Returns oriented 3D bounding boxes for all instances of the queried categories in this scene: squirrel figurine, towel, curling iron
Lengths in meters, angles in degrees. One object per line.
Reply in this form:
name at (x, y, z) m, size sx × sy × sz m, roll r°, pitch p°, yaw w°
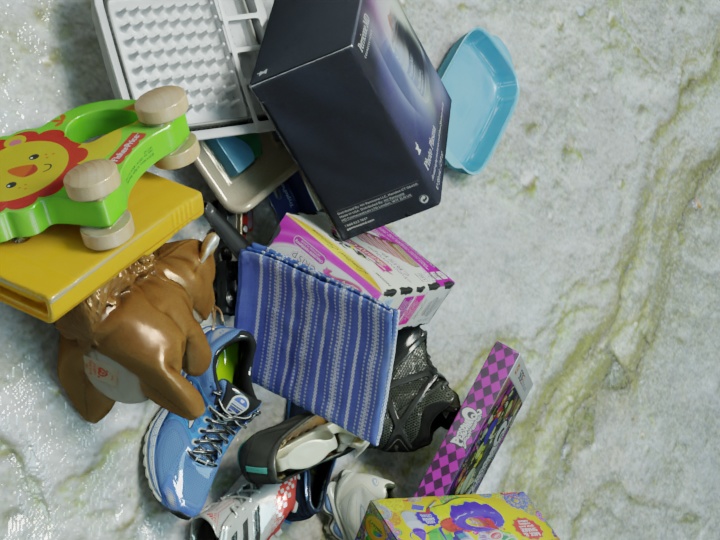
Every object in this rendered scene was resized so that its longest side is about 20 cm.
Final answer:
squirrel figurine at (-0.205, 0.018, 1.515) m, size 0.201 × 0.140 × 0.187 m, roll 57°, pitch 42°, yaw -26°
towel at (-0.051, 0.070, 1.588) m, size 0.024 × 0.199 × 0.146 m, roll -17°, pitch 122°, yaw -48°
curling iron at (-0.107, -0.010, 1.659) m, size 0.200 × 0.025 × 0.050 m, roll 44°, pitch 28°, yaw -44°

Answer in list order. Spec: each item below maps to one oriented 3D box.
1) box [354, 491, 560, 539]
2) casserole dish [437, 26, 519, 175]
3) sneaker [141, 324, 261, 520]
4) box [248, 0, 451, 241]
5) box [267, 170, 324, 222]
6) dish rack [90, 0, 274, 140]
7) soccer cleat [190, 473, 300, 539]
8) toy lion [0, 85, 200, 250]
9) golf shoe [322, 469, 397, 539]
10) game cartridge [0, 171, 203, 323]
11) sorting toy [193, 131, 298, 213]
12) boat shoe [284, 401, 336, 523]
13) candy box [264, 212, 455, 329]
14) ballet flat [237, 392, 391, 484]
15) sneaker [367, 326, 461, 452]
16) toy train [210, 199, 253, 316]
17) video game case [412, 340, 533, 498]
box at (0.088, 0.345, 1.679) m, size 0.198 × 0.122 × 0.194 m, roll 2°, pitch 122°, yaw -32°
casserole dish at (0.129, -0.204, 1.974) m, size 0.121 × 0.039 × 0.201 m, roll 49°, pitch 51°, yaw -29°
sneaker at (-0.149, 0.143, 1.581) m, size 0.078 × 0.089 × 0.202 m, roll 29°, pitch 63°, yaw -38°
box at (-0.003, -0.178, 1.635) m, size 0.199 × 0.122 × 0.201 m, roll 57°, pitch 24°, yaw -30°
box at (-0.039, -0.138, 1.789) m, size 0.200 × 0.032 × 0.122 m, roll -42°, pitch 113°, yaw -41°
dish rack at (-0.170, -0.206, 1.587) m, size 0.199 × 0.043 × 0.174 m, roll -12°, pitch 84°, yaw -42°
soccer cleat at (-0.124, 0.247, 1.608) m, size 0.085 × 0.068 × 0.201 m, roll 51°, pitch 55°, yaw -37°
toy lion at (-0.265, -0.090, 1.431) m, size 0.201 × 0.190 × 0.069 m, roll -56°, pitch 143°, yaw -45°
golf shoe at (0.033, 0.305, 1.743) m, size 0.078 × 0.097 × 0.201 m, roll -49°, pitch 119°, yaw -41°
game cartridge at (-0.266, -0.039, 1.434) m, size 0.200 × 0.175 × 0.033 m, roll -38°, pitch 138°, yaw -43°
sorting toy at (-0.127, -0.181, 1.664) m, size 0.201 × 0.036 × 0.185 m, roll 53°, pitch 48°, yaw -7°
boat shoe at (-0.036, 0.171, 1.712) m, size 0.084 × 0.068 × 0.202 m, roll 28°, pitch 64°, yaw -40°
candy box at (0.000, 0.000, 1.693) m, size 0.136 × 0.061 × 0.200 m, roll 39°, pitch 18°, yaw 17°
ballet flat at (-0.030, 0.166, 1.629) m, size 0.199 × 0.068 × 0.069 m, roll -27°, pitch 110°, yaw -32°
sneaker at (0.067, 0.107, 1.792) m, size 0.076 × 0.113 × 0.202 m, roll 78°, pitch 23°, yaw -68°
toy train at (-0.130, -0.053, 1.675) m, size 0.046 × 0.034 × 0.203 m, roll 9°, pitch 77°, yaw -47°
video game case at (0.126, 0.189, 1.793) m, size 0.201 × 0.036 × 0.181 m, roll -61°, pitch 164°, yaw -8°
